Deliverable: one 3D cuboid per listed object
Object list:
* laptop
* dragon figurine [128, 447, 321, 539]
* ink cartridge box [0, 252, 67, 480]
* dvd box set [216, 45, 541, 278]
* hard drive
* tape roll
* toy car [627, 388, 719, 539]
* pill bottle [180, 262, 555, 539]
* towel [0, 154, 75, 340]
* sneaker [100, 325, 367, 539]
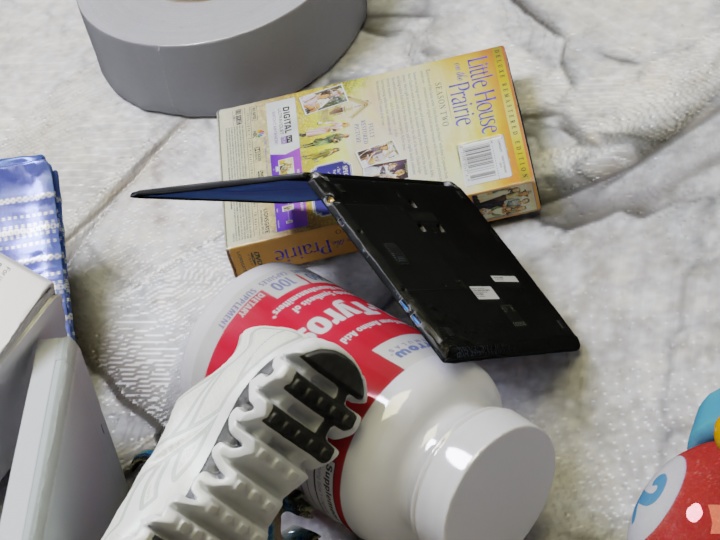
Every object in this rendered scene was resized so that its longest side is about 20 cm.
[{"bbox_3d":[0.000,0.000,1.257,0.103,0.177,0.200,-44,71,22],"label":"laptop"},{"bbox_3d":[-0.088,0.152,1.193,0.200,0.059,0.099,26,56,35],"label":"dragon figurine"},{"bbox_3d":[-0.270,0.022,1.242,0.200,0.145,0.084,29,66,9],"label":"ink cartridge box"},{"bbox_3d":[0.008,-0.072,1.427,0.200,0.029,0.147,-13,42,4],"label":"dvd box set"},{"bbox_3d":[-0.158,0.152,1.159,0.026,0.132,0.200,-6,43,8],"label":"hard drive"},{"bbox_3d":[-0.098,-0.197,1.570,0.200,0.066,0.201,-9,43,8],"label":"tape roll"},{"bbox_3d":[0.203,0.094,1.023,0.176,0.200,0.185,5,46,22],"label":"toy car"},{"bbox_3d":[0.004,0.081,1.203,0.200,0.112,0.112,28,57,38],"label":"pill bottle"},{"bbox_3d":[-0.245,0.023,1.333,0.144,0.024,0.200,-6,63,-10],"label":"towel"},{"bbox_3d":[-0.082,0.112,1.133,0.200,0.075,0.081,-50,38,-8],"label":"sneaker"}]
